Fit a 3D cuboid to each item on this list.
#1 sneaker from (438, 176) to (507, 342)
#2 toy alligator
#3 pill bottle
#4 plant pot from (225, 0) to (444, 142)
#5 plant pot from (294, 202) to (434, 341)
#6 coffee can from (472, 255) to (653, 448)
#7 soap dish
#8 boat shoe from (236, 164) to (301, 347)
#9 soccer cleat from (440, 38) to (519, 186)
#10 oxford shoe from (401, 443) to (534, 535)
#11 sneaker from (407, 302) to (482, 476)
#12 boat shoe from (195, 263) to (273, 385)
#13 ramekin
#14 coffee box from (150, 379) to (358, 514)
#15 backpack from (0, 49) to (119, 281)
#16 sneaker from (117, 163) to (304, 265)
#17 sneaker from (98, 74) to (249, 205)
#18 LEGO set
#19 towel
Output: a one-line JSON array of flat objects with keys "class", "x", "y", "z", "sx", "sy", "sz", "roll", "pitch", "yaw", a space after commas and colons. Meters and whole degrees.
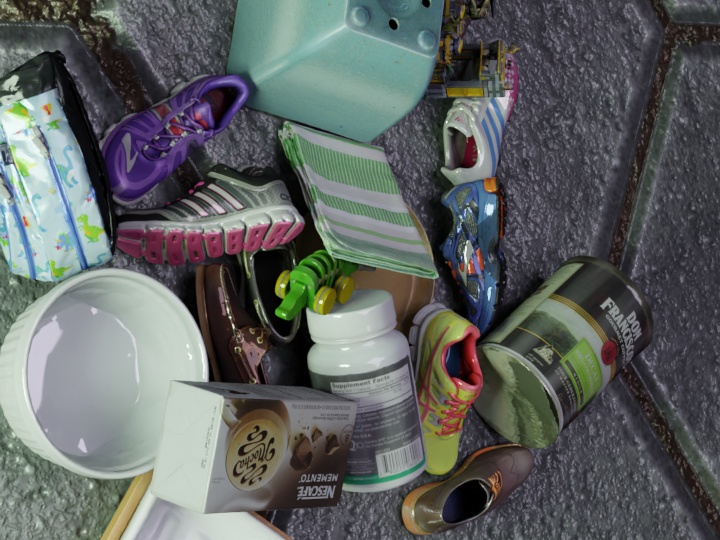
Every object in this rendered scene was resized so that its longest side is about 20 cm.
[{"class": "sneaker", "x": 0.133, "y": -0.013, "z": 1.781, "sx": 0.075, "sy": 0.078, "sz": 0.201, "roll": -25, "pitch": 117, "yaw": -72}, {"class": "toy alligator", "x": -0.032, "y": -0.001, "z": 1.588, "sx": 0.200, "sy": 0.059, "sz": 0.055, "roll": -32, "pitch": 140, "yaw": -56}, {"class": "pill bottle", "x": 0.004, "y": 0.129, "z": 1.616, "sx": 0.113, "sy": 0.113, "sz": 0.201, "roll": -19, "pitch": 106, "yaw": -36}, {"class": "plant pot", "x": -0.008, "y": -0.275, "z": 1.615, "sx": 0.195, "sy": 0.200, "sz": 0.197, "roll": 15, "pitch": 75, "yaw": -28}, {"class": "plant pot", "x": 0.000, "y": 0.000, "z": 1.703, "sx": 0.199, "sy": 0.027, "sz": 0.201, "roll": 5, "pitch": 82, "yaw": -35}, {"class": "coffee can", "x": 0.237, "y": 0.097, "z": 1.790, "sx": 0.200, "sy": 0.146, "sz": 0.147, "roll": -40, "pitch": 107, "yaw": -32}, {"class": "soap dish", "x": -0.174, "y": 0.296, "z": 1.504, "sx": 0.200, "sy": 0.081, "sz": 0.158, "roll": 40, "pitch": 63, "yaw": -25}, {"class": "boat shoe", "x": -0.099, "y": -0.018, "z": 1.611, "sx": 0.071, "sy": 0.060, "sz": 0.202, "roll": -4, "pitch": 86, "yaw": -36}, {"class": "soccer cleat", "x": 0.141, "y": -0.194, "z": 1.797, "sx": 0.086, "sy": 0.070, "sz": 0.201, "roll": 22, "pitch": 73, "yaw": -51}, {"class": "oxford shoe", "x": 0.144, "y": 0.259, "z": 1.745, "sx": 0.199, "sy": 0.073, "sz": 0.072, "roll": -26, "pitch": 99, "yaw": -36}, {"class": "sneaker", "x": 0.099, "y": 0.143, "z": 1.705, "sx": 0.078, "sy": 0.090, "sz": 0.201, "roll": -10, "pitch": 105, "yaw": -39}, {"class": "boat shoe", "x": -0.124, "y": 0.087, "z": 1.565, "sx": 0.070, "sy": 0.070, "sz": 0.201, "roll": -39, "pitch": 118, "yaw": -75}, {"class": "ramekin", "x": -0.258, "y": 0.102, "z": 1.453, "sx": 0.199, "sy": 0.105, "sz": 0.201, "roll": 5, "pitch": 82, "yaw": -36}, {"class": "coffee box", "x": -0.101, "y": 0.173, "z": 1.466, "sx": 0.199, "sy": 0.080, "sz": 0.114, "roll": 9, "pitch": 92, "yaw": -51}, {"class": "backpack", "x": -0.302, "y": -0.090, "z": 1.423, "sx": 0.153, "sy": 0.163, "sz": 0.201, "roll": -34, "pitch": 104, "yaw": -12}, {"class": "sneaker", "x": -0.162, "y": -0.064, "z": 1.552, "sx": 0.199, "sy": 0.074, "sz": 0.088, "roll": -8, "pitch": 63, "yaw": -10}, {"class": "sneaker", "x": -0.195, "y": -0.148, "z": 1.545, "sx": 0.200, "sy": 0.083, "sz": 0.081, "roll": -47, "pitch": 111, "yaw": -29}, {"class": "LEGO set", "x": 0.130, "y": -0.294, "z": 1.744, "sx": 0.154, "sy": 0.115, "sz": 0.201, "roll": 76, "pitch": 17, "yaw": -60}, {"class": "towel", "x": -0.003, "y": -0.080, "z": 1.645, "sx": 0.152, "sy": 0.023, "sz": 0.201, "roll": 12, "pitch": 39, "yaw": -35}]
